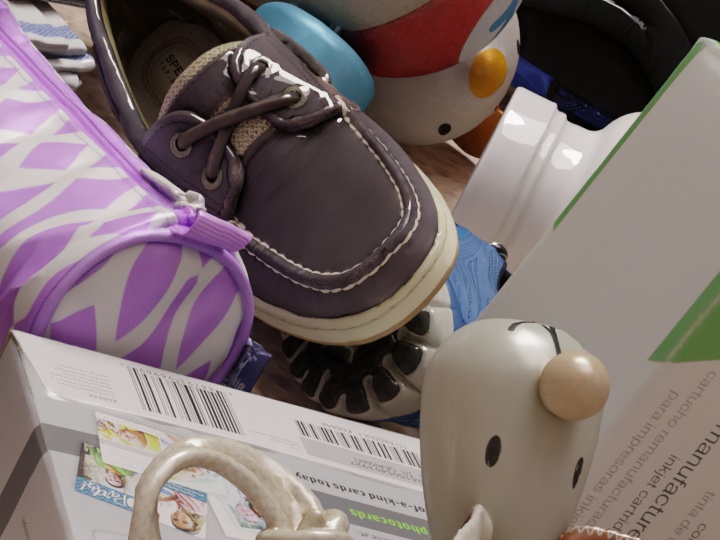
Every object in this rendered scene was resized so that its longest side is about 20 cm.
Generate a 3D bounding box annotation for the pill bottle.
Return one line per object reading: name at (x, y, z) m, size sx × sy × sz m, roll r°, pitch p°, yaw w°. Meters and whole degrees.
pill bottle at (0.134, 0.005, 0.938) m, size 0.200 × 0.104 × 0.104 m, roll 27°, pitch 21°, yaw 1°

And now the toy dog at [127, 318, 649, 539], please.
toy dog at (0.043, 0.104, 0.502) m, size 0.132 × 0.096 × 0.200 m, roll -11°, pitch 78°, yaw -34°

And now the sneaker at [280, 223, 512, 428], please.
sneaker at (0.000, 0.000, 0.856) m, size 0.089 × 0.079 × 0.200 m, roll 29°, pitch 18°, yaw -38°

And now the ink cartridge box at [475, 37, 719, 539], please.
ink cartridge box at (0.148, 0.040, 0.763) m, size 0.200 × 0.145 × 0.088 m, roll 27°, pitch 19°, yaw -36°

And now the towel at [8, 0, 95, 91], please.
towel at (-0.204, -0.127, 0.901) m, size 0.147 × 0.024 × 0.200 m, roll 5°, pitch 28°, yaw -40°

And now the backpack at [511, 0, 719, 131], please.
backpack at (0.133, -0.140, 1.217) m, size 0.200 × 0.163 × 0.168 m, roll 31°, pitch -8°, yaw 11°

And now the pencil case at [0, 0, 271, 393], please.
pencil case at (-0.110, -0.030, 0.755) m, size 0.084 × 0.086 × 0.200 m, roll 9°, pitch 26°, yaw -44°

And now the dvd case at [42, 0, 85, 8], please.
dvd case at (-0.165, -0.145, 0.931) m, size 0.200 × 0.016 × 0.149 m, roll 8°, pitch 26°, yaw -36°

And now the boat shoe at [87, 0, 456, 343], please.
boat shoe at (-0.040, -0.045, 0.786) m, size 0.065 × 0.072 × 0.200 m, roll 50°, pitch -2°, yaw -41°

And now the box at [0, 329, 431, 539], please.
box at (-0.014, 0.099, 0.625) m, size 0.156 × 0.041 × 0.200 m, roll 16°, pitch 22°, yaw -26°

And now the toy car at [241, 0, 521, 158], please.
toy car at (0.026, -0.111, 1.045) m, size 0.177 × 0.184 × 0.200 m, roll 28°, pitch -15°, yaw 45°
